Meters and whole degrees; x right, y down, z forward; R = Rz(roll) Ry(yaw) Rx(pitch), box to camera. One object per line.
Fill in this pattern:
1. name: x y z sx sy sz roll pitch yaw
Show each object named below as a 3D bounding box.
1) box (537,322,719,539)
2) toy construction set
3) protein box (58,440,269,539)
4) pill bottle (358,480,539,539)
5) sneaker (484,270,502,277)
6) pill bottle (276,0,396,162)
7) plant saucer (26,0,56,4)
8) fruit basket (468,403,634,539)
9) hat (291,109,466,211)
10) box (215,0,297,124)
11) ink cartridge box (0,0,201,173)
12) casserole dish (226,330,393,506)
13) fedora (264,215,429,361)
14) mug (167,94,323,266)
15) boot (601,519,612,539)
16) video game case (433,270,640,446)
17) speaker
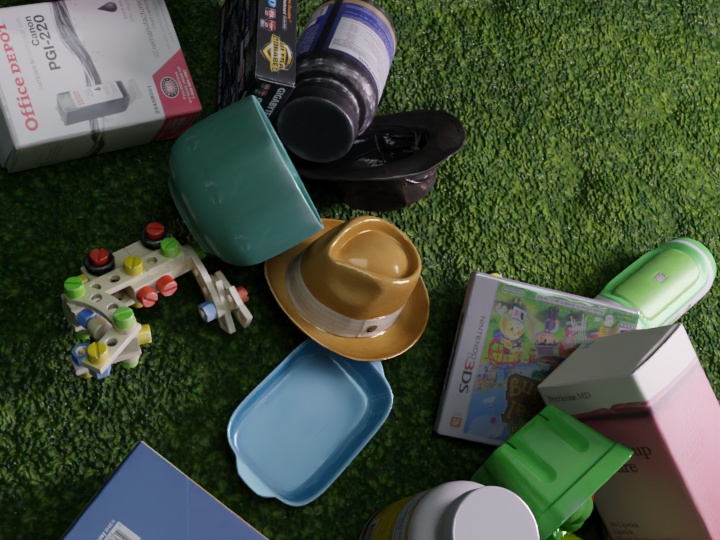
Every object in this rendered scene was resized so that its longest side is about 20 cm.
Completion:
1. box: 0.295 0.172 0.968 0.109 0.128 0.200 -34 99 -38
2. toy construction set: -0.202 0.028 0.911 0.200 0.092 0.131 -17 48 -40
3. protein box: -0.177 0.292 0.786 0.200 0.135 0.199 39 58 -5
4. pill bottle: 0.080 0.260 0.878 0.112 0.200 0.113 8 67 -19
5. sneaker: 0.216 0.064 1.101 0.200 0.075 0.077 30 54 -15
6. pill bottle: -0.029 -0.215 1.058 0.112 0.112 0.200 28 45 -12
7. plant saucer: -0.260 -0.303 0.982 0.200 0.200 0.030 -19 106 -30
8. fruit basket: 0.194 0.266 0.928 0.155 0.216 0.216 -31 84 -32
9. hat: 0.025 -0.115 1.078 0.200 0.200 0.081 -33 129 -32
10. box: -0.116 -0.249 1.030 0.046 0.159 0.201 9 65 -22
11. ink cartridge box: -0.285 -0.198 0.966 0.200 0.085 0.146 -18 87 -28
12. casserole dish: -0.054 0.151 0.961 0.121 0.039 0.200 46 57 0
13. fedora: 0.000 0.000 1.000 0.200 0.082 0.201 18 46 -20
14. mug: -0.117 -0.075 0.949 0.114 0.185 0.152 -28 60 1
15. boot: 0.325 0.225 1.095 0.200 0.064 0.187 -36 84 -27
16. video game case: 0.196 0.111 1.040 0.199 0.022 0.183 13 92 -11
17. speaker: 0.360 0.034 1.173 0.200 0.088 0.089 -32 84 -32
